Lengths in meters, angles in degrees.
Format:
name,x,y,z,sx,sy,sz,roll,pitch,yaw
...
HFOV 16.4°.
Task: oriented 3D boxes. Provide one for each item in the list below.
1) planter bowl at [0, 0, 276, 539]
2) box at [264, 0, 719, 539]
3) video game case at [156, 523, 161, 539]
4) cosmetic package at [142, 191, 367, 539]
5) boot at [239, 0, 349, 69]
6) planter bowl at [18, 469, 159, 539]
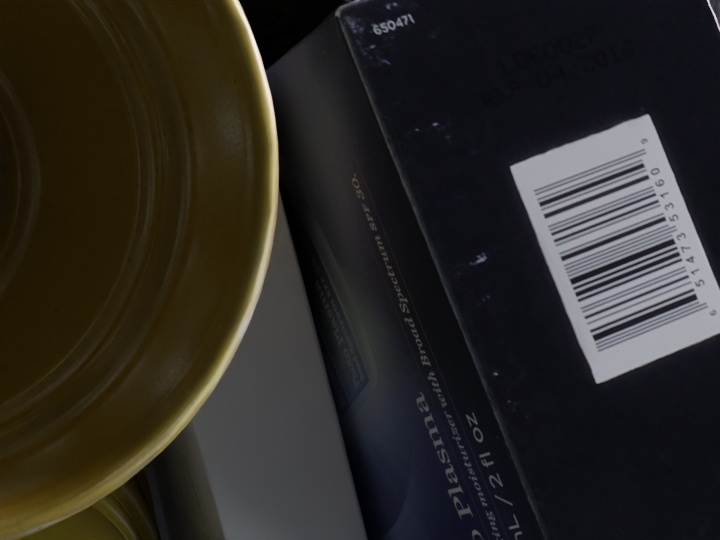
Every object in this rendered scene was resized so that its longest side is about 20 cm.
name,x,y,z,sx,sy,sz,roll,pitch,yaw
planter bowl,-0.130,-0.025,0.683,0.083,0.200,0.201,176,-75,-70
box,0.045,0.015,0.809,0.200,0.123,0.198,68,-21,3
video game case,-0.132,0.135,0.841,0.200,0.017,0.143,-56,148,-5
cosmetic package,-0.044,0.032,0.799,0.083,0.051,0.200,-151,-135,-65
boot,-0.063,-0.141,0.871,0.211,0.079,0.158,152,-57,-63
planter bowl,-0.121,0.131,0.755,0.200,0.083,0.200,-21,124,-34
